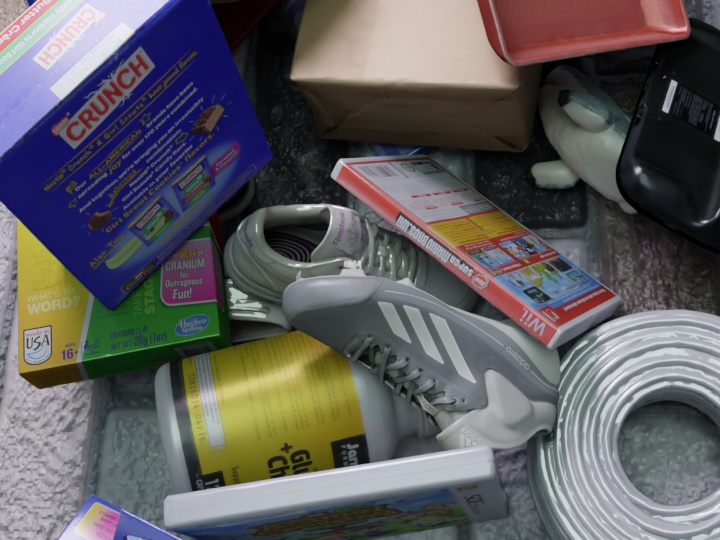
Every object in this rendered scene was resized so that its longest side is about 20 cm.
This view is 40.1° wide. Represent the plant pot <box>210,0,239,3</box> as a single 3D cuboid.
[{"bbox_3d":[-0.090,-0.281,0.712,0.134,0.201,0.201,34,80,35],"label":"plant pot"}]

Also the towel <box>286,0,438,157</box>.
[{"bbox_3d":[0.036,-0.195,0.845,0.145,0.024,0.202,-30,68,1],"label":"towel"}]

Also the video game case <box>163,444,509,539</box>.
[{"bbox_3d":[-0.004,0.156,0.643,0.196,0.182,0.022,-10,67,8],"label":"video game case"}]

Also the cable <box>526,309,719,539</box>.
[{"bbox_3d":[0.211,0.127,0.671,0.196,0.069,0.203,11,74,15],"label":"cable"}]

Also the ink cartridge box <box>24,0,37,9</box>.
[{"bbox_3d":[-0.191,-0.198,0.695,0.093,0.202,0.037,2,47,13],"label":"ink cartridge box"}]

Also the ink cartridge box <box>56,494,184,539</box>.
[{"bbox_3d":[-0.129,0.232,0.629,0.134,0.202,0.077,20,50,17],"label":"ink cartridge box"}]

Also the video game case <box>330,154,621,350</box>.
[{"bbox_3d":[0.087,-0.022,0.718,0.199,0.142,0.018,39,114,21],"label":"video game case"}]

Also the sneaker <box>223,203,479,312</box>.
[{"bbox_3d":[0.000,0.000,0.724,0.196,0.100,0.076,10,68,-12],"label":"sneaker"}]

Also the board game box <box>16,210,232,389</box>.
[{"bbox_3d":[-0.182,-0.024,0.747,0.150,0.040,0.203,-11,67,2],"label":"board game box"}]

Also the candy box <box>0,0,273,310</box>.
[{"bbox_3d":[-0.155,-0.089,0.638,0.077,0.201,0.169,41,77,20],"label":"candy box"}]

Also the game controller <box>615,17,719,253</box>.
[{"bbox_3d":[0.252,-0.106,0.725,0.103,0.042,0.202,23,57,6],"label":"game controller"}]

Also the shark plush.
[{"bbox_3d":[0.221,-0.095,0.752,0.198,0.092,0.083,25,47,23],"label":"shark plush"}]

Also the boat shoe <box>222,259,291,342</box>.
[{"bbox_3d":[-0.148,0.043,0.777,0.196,0.071,0.071,-9,66,1],"label":"boat shoe"}]

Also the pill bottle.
[{"bbox_3d":[-0.040,0.100,0.700,0.196,0.112,0.114,-13,68,-8],"label":"pill bottle"}]

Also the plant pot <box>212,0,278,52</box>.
[{"bbox_3d":[-0.207,-0.280,0.842,0.176,0.200,0.201,36,81,35],"label":"plant pot"}]

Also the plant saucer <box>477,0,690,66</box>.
[{"bbox_3d":[0.138,-0.248,0.703,0.197,0.037,0.204,-16,89,-34],"label":"plant saucer"}]

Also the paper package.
[{"bbox_3d":[0.054,-0.210,0.779,0.187,0.104,0.204,5,73,14],"label":"paper package"}]

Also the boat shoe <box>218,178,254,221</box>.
[{"bbox_3d":[-0.188,-0.052,0.817,0.196,0.066,0.076,-16,67,5],"label":"boat shoe"}]

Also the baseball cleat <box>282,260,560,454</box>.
[{"bbox_3d":[0.042,0.064,0.630,0.196,0.070,0.108,13,60,-12],"label":"baseball cleat"}]
